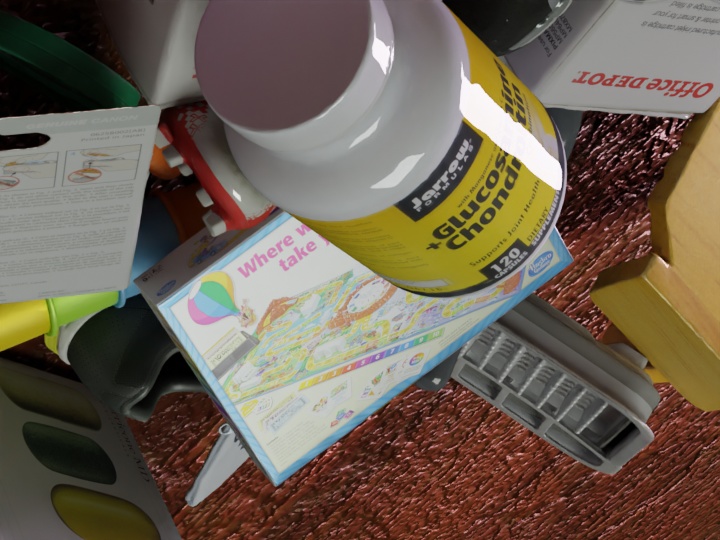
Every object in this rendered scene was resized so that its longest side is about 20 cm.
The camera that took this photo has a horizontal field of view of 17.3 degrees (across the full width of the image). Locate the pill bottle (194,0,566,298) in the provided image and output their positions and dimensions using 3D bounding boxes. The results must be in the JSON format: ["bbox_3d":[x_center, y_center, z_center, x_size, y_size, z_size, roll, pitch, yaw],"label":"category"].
[{"bbox_3d":[0.009,-0.065,1.030,0.112,0.112,0.200,-34,153,12],"label":"pill bottle"}]

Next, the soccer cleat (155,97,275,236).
[{"bbox_3d":[-0.046,-0.069,1.125,0.085,0.069,0.200,-31,-173,7],"label":"soccer cleat"}]

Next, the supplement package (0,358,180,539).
[{"bbox_3d":[-0.219,0.149,1.299,0.150,0.152,0.200,-38,151,17],"label":"supplement package"}]

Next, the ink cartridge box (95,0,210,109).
[{"bbox_3d":[-0.025,-0.172,1.029,0.145,0.085,0.200,-13,151,-25],"label":"ink cartridge box"}]

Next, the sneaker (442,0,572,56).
[{"bbox_3d":[0.072,-0.176,1.092,0.115,0.075,0.200,-28,153,-55],"label":"sneaker"}]

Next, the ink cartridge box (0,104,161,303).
[{"bbox_3d":[-0.179,-0.040,1.087,0.162,0.057,0.200,-6,153,-13],"label":"ink cartridge box"}]

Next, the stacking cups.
[{"bbox_3d":[-0.118,-0.014,1.241,0.199,0.061,0.061,-22,152,-16],"label":"stacking cups"}]

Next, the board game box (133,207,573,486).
[{"bbox_3d":[0.000,0.000,1.216,0.200,0.034,0.135,-36,124,-9],"label":"board game box"}]

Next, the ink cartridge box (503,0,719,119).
[{"bbox_3d":[0.170,-0.176,1.199,0.144,0.084,0.200,0,140,-44],"label":"ink cartridge box"}]

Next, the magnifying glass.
[{"bbox_3d":[-0.124,-0.079,1.123,0.022,0.079,0.200,-62,162,-7],"label":"magnifying glass"}]

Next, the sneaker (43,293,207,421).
[{"bbox_3d":[-0.072,0.024,1.305,0.199,0.085,0.075,-25,153,-21],"label":"sneaker"}]

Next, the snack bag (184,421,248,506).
[{"bbox_3d":[-0.019,0.041,1.369,0.189,0.021,0.200,-43,169,-45],"label":"snack bag"}]

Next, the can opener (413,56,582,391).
[{"bbox_3d":[0.065,-0.029,1.285,0.053,0.067,0.201,20,92,-25],"label":"can opener"}]

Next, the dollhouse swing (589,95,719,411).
[{"bbox_3d":[0.190,-0.041,1.398,0.182,0.175,0.200,43,68,-34],"label":"dollhouse swing"}]

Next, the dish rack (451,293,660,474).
[{"bbox_3d":[0.102,0.050,1.421,0.044,0.171,0.200,-55,176,-11],"label":"dish rack"}]
